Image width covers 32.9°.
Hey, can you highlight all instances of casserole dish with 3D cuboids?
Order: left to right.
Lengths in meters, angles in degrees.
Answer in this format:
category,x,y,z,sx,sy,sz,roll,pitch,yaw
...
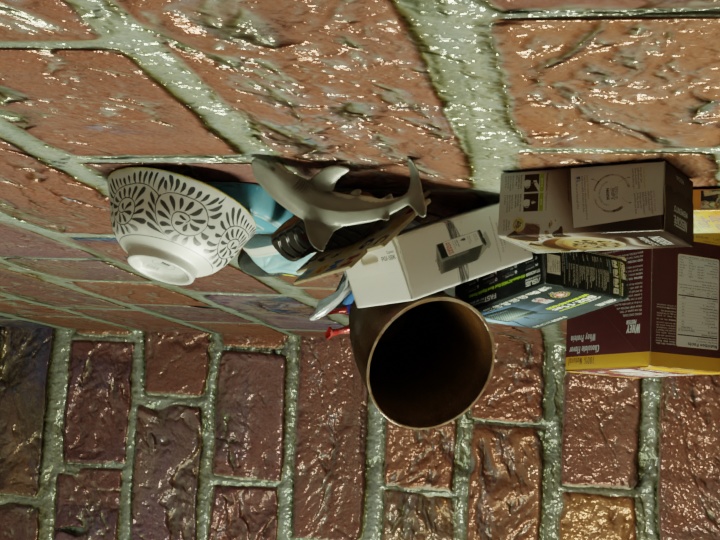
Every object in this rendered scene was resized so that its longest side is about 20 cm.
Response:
category,x,y,z,sx,sy,sz,roll,pitch,yaw
casserole dish,-0.160,-0.081,1.638,0.120,0.039,0.200,0,171,14

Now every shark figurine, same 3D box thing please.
category,x,y,z,sx,sy,sz,roll,pitch,yaw
shark figurine,-0.020,-0.064,1.415,0.212,0.090,0.129,6,148,13

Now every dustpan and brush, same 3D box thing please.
category,x,y,z,sx,sy,sz,roll,pitch,yaw
dustpan and brush,0.000,0.000,1.733,0.199,0.058,0.139,-32,162,14

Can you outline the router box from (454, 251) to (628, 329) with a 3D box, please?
category,x,y,z,sx,sy,sz,roll,pitch,yaw
router box,0.245,0.024,1.672,0.149,0.063,0.200,9,161,-31

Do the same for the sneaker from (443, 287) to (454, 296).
category,x,y,z,sx,sy,sz,roll,pitch,yaw
sneaker,0.169,0.031,1.846,0.075,0.116,0.200,-10,158,-14

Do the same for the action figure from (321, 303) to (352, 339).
category,x,y,z,sx,sy,sz,roll,pitch,yaw
action figure,0.045,0.050,1.863,0.198,0.066,0.099,-10,158,-19

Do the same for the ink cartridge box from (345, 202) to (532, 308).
category,x,y,z,sx,sy,sz,roll,pitch,yaw
ink cartridge box,0.097,-0.021,1.570,0.199,0.084,0.146,-18,-176,-29

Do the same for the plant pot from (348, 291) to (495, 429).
category,x,y,z,sx,sy,sz,roll,pitch,yaw
plant pot,0.061,0.093,1.695,0.185,0.189,0.200,6,-164,-23

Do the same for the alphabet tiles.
category,x,y,z,sx,sy,sz,roll,pitch,yaw
alphabet tiles,0.001,-0.042,1.537,0.166,0.006,0.199,-43,-165,-32

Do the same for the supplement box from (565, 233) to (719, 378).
category,x,y,z,sx,sy,sz,roll,pitch,yaw
supplement box,0.407,0.049,1.757,0.132,0.202,0.197,7,171,-26

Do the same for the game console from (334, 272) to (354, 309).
category,x,y,z,sx,sy,sz,roll,pitch,yaw
game console,0.081,0.012,1.909,0.199,0.120,0.170,10,170,-43

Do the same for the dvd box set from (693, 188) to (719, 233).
category,x,y,z,sx,sy,sz,roll,pitch,yaw
dvd box set,0.379,-0.072,1.531,0.198,0.030,0.146,0,171,23

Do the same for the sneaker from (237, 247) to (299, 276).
category,x,y,z,sx,sy,sz,roll,pitch,yaw
sneaker,-0.098,-0.026,1.805,0.198,0.075,0.085,-10,-165,20

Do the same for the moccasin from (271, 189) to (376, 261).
category,x,y,z,sx,sy,sz,roll,pitch,yaw
moccasin,-0.037,-0.065,1.557,0.074,0.078,0.201,44,149,-11

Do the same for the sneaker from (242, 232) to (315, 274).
category,x,y,z,sx,sy,sz,roll,pitch,yaw
sneaker,-0.068,-0.033,1.714,0.199,0.074,0.082,-1,141,34

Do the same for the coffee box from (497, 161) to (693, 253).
category,x,y,z,sx,sy,sz,roll,pitch,yaw
coffee box,0.273,-0.070,1.406,0.199,0.081,0.113,-2,170,32

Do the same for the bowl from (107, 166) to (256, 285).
category,x,y,z,sx,sy,sz,roll,pitch,yaw
bowl,-0.240,-0.042,1.544,0.199,0.095,0.201,14,159,6
